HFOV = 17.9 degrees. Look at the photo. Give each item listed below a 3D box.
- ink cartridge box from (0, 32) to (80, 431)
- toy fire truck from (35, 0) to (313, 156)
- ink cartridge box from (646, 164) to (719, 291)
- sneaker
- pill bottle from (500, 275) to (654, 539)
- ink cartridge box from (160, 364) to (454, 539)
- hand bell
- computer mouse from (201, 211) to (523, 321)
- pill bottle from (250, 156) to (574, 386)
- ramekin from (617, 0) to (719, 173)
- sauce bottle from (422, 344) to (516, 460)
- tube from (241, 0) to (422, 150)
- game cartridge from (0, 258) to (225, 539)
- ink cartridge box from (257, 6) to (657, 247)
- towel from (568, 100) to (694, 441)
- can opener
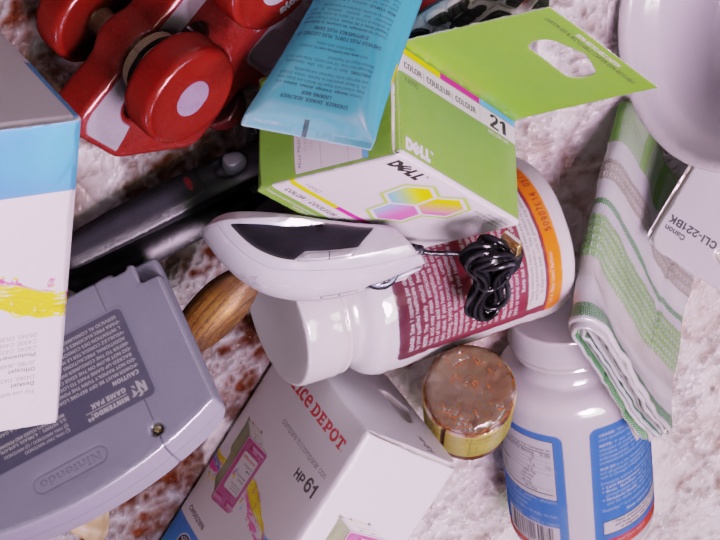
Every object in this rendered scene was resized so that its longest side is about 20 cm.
[{"bbox_3d":[-0.258,-0.020,1.312,0.146,0.147,0.200,-9,122,-29],"label":"ink cartridge box"},{"bbox_3d":[-0.088,-0.148,1.376,0.200,0.112,0.168,-52,152,5],"label":"toy fire truck"},{"bbox_3d":[0.314,-0.014,1.637,0.200,0.144,0.084,3,118,-61],"label":"ink cartridge box"},{"bbox_3d":[0.032,-0.157,1.400,0.077,0.085,0.200,15,153,-40],"label":"sneaker"},{"bbox_3d":[0.157,0.107,1.678,0.112,0.112,0.200,-22,129,-19],"label":"pill bottle"},{"bbox_3d":[-0.043,0.166,1.565,0.085,0.145,0.200,27,102,-34],"label":"ink cartridge box"},{"bbox_3d":[-0.132,0.068,1.462,0.200,0.104,0.104,-44,132,7],"label":"hand bell"},{"bbox_3d":[0.000,0.000,1.417,0.200,0.110,0.044,5,74,-5],"label":"computer mouse"},{"bbox_3d":[0.032,0.002,1.532,0.200,0.114,0.114,-18,126,-23],"label":"pill bottle"},{"bbox_3d":[0.278,-0.163,1.534,0.098,0.200,0.201,1,117,-41],"label":"ramekin"},{"bbox_3d":[0.074,0.097,1.593,0.066,0.066,0.200,-38,171,-7],"label":"sauce bottle"},{"bbox_3d":[0.002,-0.150,1.318,0.050,0.077,0.200,74,32,-48],"label":"tube"},{"bbox_3d":[-0.188,0.092,1.412,0.200,0.133,0.042,-28,156,2],"label":"game cartridge"},{"bbox_3d":[0.059,-0.081,1.372,0.148,0.200,0.076,27,58,-53],"label":"ink cartridge box"},{"bbox_3d":[0.199,0.000,1.611,0.149,0.031,0.200,55,41,-43],"label":"towel"},{"bbox_3d":[-0.101,-0.041,1.457,0.200,0.079,0.063,-19,135,-10],"label":"can opener"}]
